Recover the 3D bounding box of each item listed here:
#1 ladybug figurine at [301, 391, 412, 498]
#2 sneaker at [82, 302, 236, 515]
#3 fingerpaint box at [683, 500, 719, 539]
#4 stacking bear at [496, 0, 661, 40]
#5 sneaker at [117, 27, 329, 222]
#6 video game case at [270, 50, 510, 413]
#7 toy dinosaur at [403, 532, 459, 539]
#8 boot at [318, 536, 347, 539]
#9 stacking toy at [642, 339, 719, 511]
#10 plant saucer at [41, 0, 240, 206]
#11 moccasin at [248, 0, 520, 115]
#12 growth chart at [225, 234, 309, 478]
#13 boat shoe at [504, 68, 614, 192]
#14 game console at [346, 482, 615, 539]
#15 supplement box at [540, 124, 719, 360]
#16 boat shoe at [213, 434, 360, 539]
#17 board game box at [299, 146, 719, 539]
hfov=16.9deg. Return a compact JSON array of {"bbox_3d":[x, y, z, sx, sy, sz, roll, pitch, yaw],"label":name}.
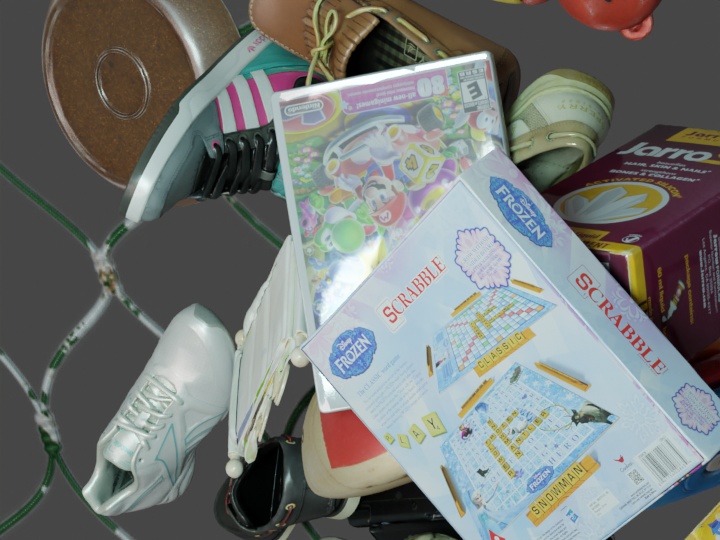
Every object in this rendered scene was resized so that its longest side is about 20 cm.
[{"bbox_3d":[0.043,0.081,1.548,0.199,0.136,0.072,-24,100,23],"label":"ladybug figurine"},{"bbox_3d":[-0.149,0.113,1.806,0.070,0.080,0.201,40,128,22],"label":"sneaker"},{"bbox_3d":[0.286,0.195,1.480,0.167,0.073,0.200,46,131,14],"label":"fingerpaint box"},{"bbox_3d":[0.094,-0.208,1.447,0.199,0.114,0.122,27,105,16],"label":"stacking bear"},{"bbox_3d":[-0.066,-0.071,1.590,0.120,0.200,0.084,33,136,6],"label":"sneaker"},{"bbox_3d":[0.028,-0.023,1.483,0.142,0.018,0.202,-10,87,13],"label":"video game case"},{"bbox_3d":[0.116,0.205,1.585,0.199,0.048,0.088,24,165,-2],"label":"toy dinosaur"},{"bbox_3d":[-0.006,0.298,1.712,0.200,0.150,0.073,50,142,8],"label":"boot"},{"bbox_3d":[0.171,0.041,1.508,0.201,0.109,0.116,56,137,26],"label":"stacking toy"},{"bbox_3d":[-0.163,-0.138,1.742,0.199,0.034,0.202,18,119,35],"label":"plant saucer"},{"bbox_3d":[0.005,-0.140,1.568,0.201,0.078,0.074,32,126,26],"label":"moccasin"},{"bbox_3d":[-0.064,0.058,1.658,0.018,0.146,0.200,11,147,-13],"label":"growth chart"},{"bbox_3d":[0.092,-0.045,1.527,0.073,0.063,0.201,29,136,-15],"label":"boat shoe"},{"bbox_3d":[0.100,0.145,1.653,0.199,0.116,0.177,-9,73,41],"label":"game console"},{"bbox_3d":[0.168,-0.011,1.403,0.110,0.200,0.086,9,116,38],"label":"supplement box"},{"bbox_3d":[-0.066,0.155,1.731,0.201,0.063,0.074,155,118,-64],"label":"boat shoe"},{"bbox_3d":[0.083,0.063,1.343,0.200,0.041,0.200,49,139,4],"label":"board game box"}]
